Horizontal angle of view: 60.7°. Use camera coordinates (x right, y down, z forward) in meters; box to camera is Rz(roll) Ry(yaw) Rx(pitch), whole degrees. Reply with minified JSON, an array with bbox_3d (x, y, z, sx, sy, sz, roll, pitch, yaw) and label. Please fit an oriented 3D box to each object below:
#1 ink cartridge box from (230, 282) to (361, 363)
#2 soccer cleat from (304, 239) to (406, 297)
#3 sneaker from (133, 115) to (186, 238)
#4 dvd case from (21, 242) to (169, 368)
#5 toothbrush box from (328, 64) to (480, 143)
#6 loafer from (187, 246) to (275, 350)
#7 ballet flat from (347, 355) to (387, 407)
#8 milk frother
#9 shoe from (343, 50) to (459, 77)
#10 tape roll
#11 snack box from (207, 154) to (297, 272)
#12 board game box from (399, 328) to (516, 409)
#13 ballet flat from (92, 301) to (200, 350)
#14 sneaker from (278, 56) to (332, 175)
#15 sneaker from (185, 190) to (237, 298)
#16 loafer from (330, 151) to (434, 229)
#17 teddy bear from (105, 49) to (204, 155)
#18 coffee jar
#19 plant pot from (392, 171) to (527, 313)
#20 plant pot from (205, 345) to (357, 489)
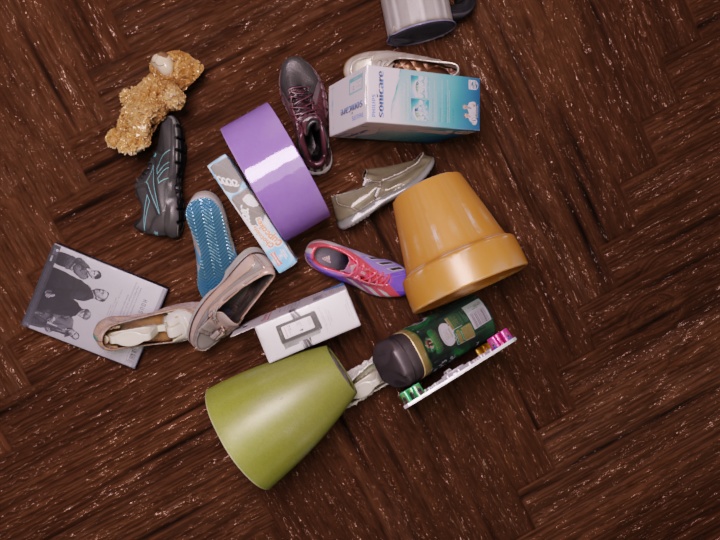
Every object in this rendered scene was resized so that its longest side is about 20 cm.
[{"bbox_3d":[-0.106,0.091,1.022,0.199,0.116,0.068,-22,95,-2],"label":"ink cartridge box"},{"bbox_3d":[0.000,0.000,1.046,0.199,0.073,0.068,20,92,-6],"label":"soccer cleat"},{"bbox_3d":[-0.330,-0.154,1.006,0.079,0.075,0.201,4,93,-3],"label":"sneaker"},{"bbox_3d":[-0.445,0.060,1.035,0.199,0.025,0.151,23,92,-8],"label":"dvd case"},{"bbox_3d":[0.066,-0.256,0.970,0.199,0.146,0.086,-3,94,-24],"label":"toothbrush box"},{"bbox_3d":[-0.208,0.056,0.984,0.200,0.072,0.063,-54,54,12],"label":"loafer"},{"bbox_3d":[0.037,0.179,1.067,0.200,0.072,0.072,-34,96,-3],"label":"ballet flat"},{"bbox_3d":[0.116,-0.482,0.961,0.180,0.200,0.189,-14,96,-8],"label":"milk frother"},{"bbox_3d":[0.071,-0.339,1.038,0.199,0.053,0.070,2,94,-5],"label":"shoe"},{"bbox_3d":[-0.131,-0.152,0.961,0.085,0.200,0.200,-29,96,-3],"label":"tape roll"},{"bbox_3d":[-0.171,-0.090,1.003,0.037,0.116,0.200,-33,97,-2],"label":"snack box"},{"bbox_3d":[0.152,0.166,1.014,0.200,0.200,0.026,-31,77,-3],"label":"board game box"},{"bbox_3d":[-0.331,0.098,1.008,0.199,0.067,0.068,-12,104,-17],"label":"ballet flat"},{"bbox_3d":[-0.083,-0.259,0.999,0.075,0.116,0.201,-16,96,-4],"label":"sneaker"},{"bbox_3d":[-0.240,-0.035,1.025,0.076,0.081,0.201,-6,114,-6],"label":"sneaker"},{"bbox_3d":[0.035,-0.147,1.038,0.200,0.075,0.070,-33,96,-5],"label":"loafer"},{"bbox_3d":[-0.336,-0.271,0.975,0.200,0.145,0.067,-47,131,5],"label":"teddy bear"},{"bbox_3d":[0.120,0.118,1.017,0.200,0.104,0.086,-25,85,-26],"label":"coffee jar"},{"bbox_3d":[0.143,-0.052,1.007,0.200,0.200,0.184,-22,81,-3],"label":"plant pot"},{"bbox_3d":[-0.113,0.214,0.993,0.200,0.187,0.187,-34,96,-1],"label":"plant pot"}]
